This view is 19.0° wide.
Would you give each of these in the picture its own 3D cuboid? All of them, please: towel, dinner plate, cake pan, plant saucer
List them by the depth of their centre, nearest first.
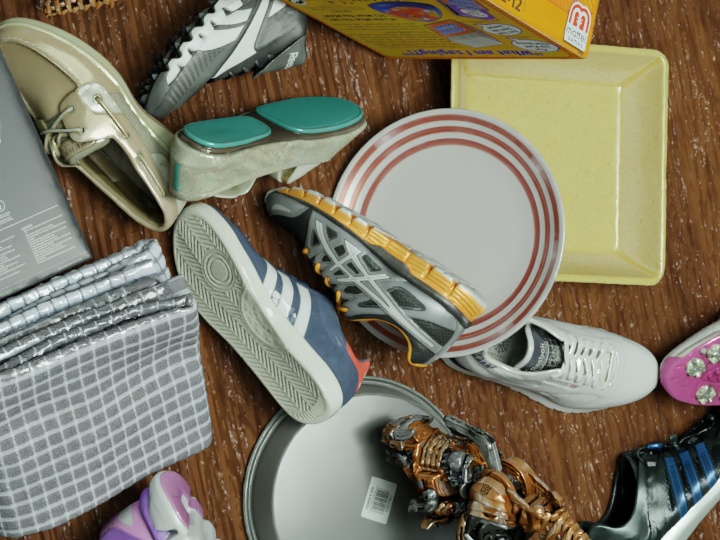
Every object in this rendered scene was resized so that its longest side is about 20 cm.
[{"bbox_3d":[-0.204,0.093,1.602,0.200,0.086,0.166,-24,129,-21],"label":"towel"},{"bbox_3d":[0.069,-0.029,1.723,0.200,0.024,0.200,-2,83,20],"label":"dinner plate"},{"bbox_3d":[0.005,0.185,1.734,0.200,0.037,0.200,1,87,-21],"label":"cake pan"},{"bbox_3d":[0.157,-0.090,1.797,0.200,0.048,0.200,3,87,-21],"label":"plant saucer"}]

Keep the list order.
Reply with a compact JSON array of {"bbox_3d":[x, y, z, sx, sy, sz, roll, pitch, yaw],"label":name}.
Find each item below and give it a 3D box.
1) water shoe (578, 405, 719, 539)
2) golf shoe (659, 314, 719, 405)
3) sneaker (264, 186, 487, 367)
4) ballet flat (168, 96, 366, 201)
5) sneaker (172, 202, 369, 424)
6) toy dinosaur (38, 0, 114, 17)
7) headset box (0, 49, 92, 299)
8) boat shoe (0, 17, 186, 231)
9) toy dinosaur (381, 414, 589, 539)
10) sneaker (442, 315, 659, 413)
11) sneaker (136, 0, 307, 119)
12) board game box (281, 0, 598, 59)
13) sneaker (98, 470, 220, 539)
[{"bbox_3d":[0.262,0.171,1.813,0.079,0.071,0.200,41,74,-12],"label":"water shoe"},{"bbox_3d":[0.337,0.054,1.845,0.200,0.092,0.075,-21,120,-14],"label":"golf shoe"},{"bbox_3d":[0.000,0.000,1.692,0.200,0.078,0.077,34,96,19],"label":"sneaker"},{"bbox_3d":[-0.077,-0.094,1.691,0.200,0.067,0.062,-14,128,-45],"label":"ballet flat"},{"bbox_3d":[-0.068,0.024,1.703,0.085,0.075,0.200,-35,90,-46],"label":"sneaker"},{"bbox_3d":[-0.165,-0.268,1.666,0.136,0.102,0.200,56,49,-27],"label":"toy dinosaur"},{"bbox_3d":[-0.323,-0.063,1.591,0.174,0.093,0.200,-26,96,-19],"label":"headset box"},{"bbox_3d":[-0.209,-0.110,1.640,0.200,0.072,0.065,44,43,-18],"label":"boat shoe"},{"bbox_3d":[0.098,0.187,1.657,0.102,0.200,0.136,-15,128,-27],"label":"toy dinosaur"},{"bbox_3d":[0.165,0.075,1.777,0.200,0.080,0.076,10,82,-21],"label":"sneaker"},{"bbox_3d":[-0.089,-0.181,1.699,0.090,0.066,0.200,44,72,-11],"label":"sneaker"},{"bbox_3d":[0.059,-0.287,1.649,0.200,0.200,0.200,23,76,-49],"label":"board game box"},{"bbox_3d":[-0.136,0.250,1.661,0.088,0.080,0.200,-28,113,7],"label":"sneaker"}]
